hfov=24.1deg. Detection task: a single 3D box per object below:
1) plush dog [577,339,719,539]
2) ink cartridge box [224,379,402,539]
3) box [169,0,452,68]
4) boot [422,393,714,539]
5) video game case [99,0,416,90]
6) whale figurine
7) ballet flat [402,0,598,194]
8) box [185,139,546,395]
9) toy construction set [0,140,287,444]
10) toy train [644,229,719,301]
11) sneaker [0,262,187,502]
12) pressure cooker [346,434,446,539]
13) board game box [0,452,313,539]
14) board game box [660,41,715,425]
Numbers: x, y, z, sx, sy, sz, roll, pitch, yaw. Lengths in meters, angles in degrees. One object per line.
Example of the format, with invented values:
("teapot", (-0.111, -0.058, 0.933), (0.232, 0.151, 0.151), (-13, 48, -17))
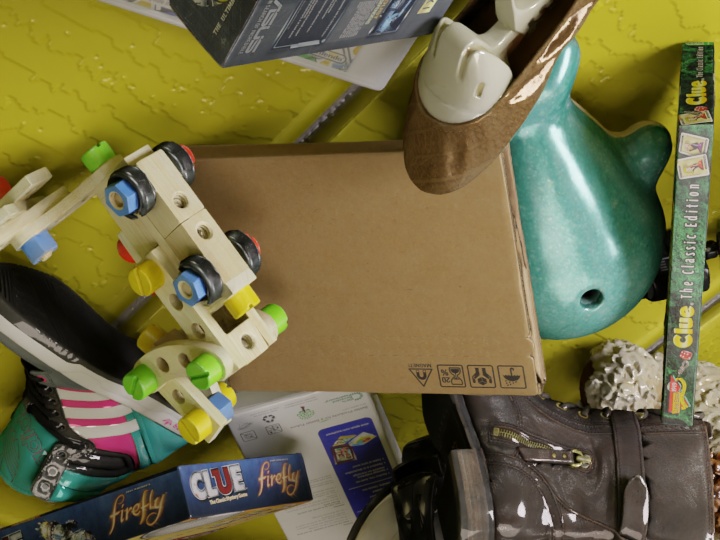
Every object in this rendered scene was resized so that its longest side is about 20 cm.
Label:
("plush dog", (0.242, 0.151, 1.162), (0.159, 0.173, 0.201), (-11, 137, -1))
("ink cartridge box", (-0.023, 0.134, 1.186), (0.099, 0.039, 0.201), (-16, 136, 4))
("box", (0.019, -0.187, 0.762), (0.157, 0.051, 0.200), (-17, 151, -46))
("boot", (0.132, 0.098, 1.053), (0.173, 0.201, 0.069), (0, 151, -9))
("video game case", (-0.033, -0.187, 0.854), (0.199, 0.023, 0.182), (15, 131, -26))
("whale figurine", (0.111, -0.041, 0.978), (0.158, 0.104, 0.201), (-19, 134, 0))
("ballet flat", (0.079, -0.129, 0.865), (0.200, 0.068, 0.072), (-50, 156, 9))
("box", (0.000, 0.000, 0.978), (0.198, 0.021, 0.165), (0, 121, 20))
("toy construction set", (-0.124, 0.003, 0.966), (0.200, 0.092, 0.131), (42, 139, -9))
("toy train", (0.263, -0.015, 1.084), (0.198, 0.046, 0.034), (-13, 138, 1))
("sneaker", (-0.197, 0.080, 1.062), (0.121, 0.084, 0.200), (-39, 133, 14))
("pressure cooker", (0.080, 0.217, 1.124), (0.179, 0.175, 0.200), (-60, 152, 2))
("board game box", (-0.150, 0.166, 1.118), (0.199, 0.035, 0.135), (-22, 167, 30))
("board game box", (0.191, -0.020, 0.987), (0.023, 0.105, 0.201), (2, 122, 8))
